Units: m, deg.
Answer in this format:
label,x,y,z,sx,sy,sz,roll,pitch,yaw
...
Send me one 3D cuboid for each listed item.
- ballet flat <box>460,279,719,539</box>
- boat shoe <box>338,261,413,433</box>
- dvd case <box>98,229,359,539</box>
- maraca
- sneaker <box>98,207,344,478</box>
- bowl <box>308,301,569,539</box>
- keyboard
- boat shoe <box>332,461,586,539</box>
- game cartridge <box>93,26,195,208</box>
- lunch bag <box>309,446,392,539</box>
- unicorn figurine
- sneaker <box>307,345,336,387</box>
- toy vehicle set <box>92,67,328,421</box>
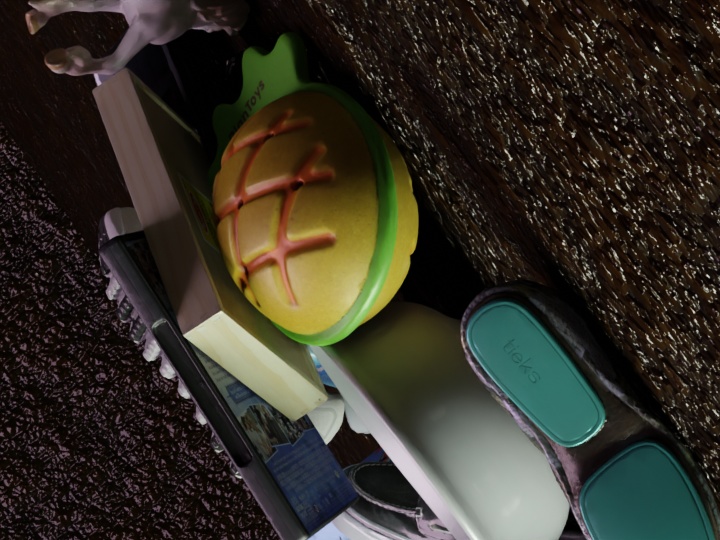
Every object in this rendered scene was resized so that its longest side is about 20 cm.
label,x,y,z,sx,sy,sz,roll,pitch,yaw
ballet flat,0.126,0.086,1.345,0.201,0.072,0.072,55,171,-1
boat shoe,0.000,0.000,1.647,0.074,0.067,0.201,-77,-30,-73
dvd case,-0.073,0.062,1.526,0.200,0.018,0.143,58,-167,3
maraca,-0.035,-0.046,1.499,0.107,0.137,0.200,9,-145,-38
sneaker,-0.088,0.039,1.631,0.200,0.081,0.075,54,160,-1
bowl,0.062,0.088,1.532,0.201,0.090,0.201,52,176,5
keyboard,-0.085,-0.119,1.658,0.200,0.040,0.104,67,-168,25
boat shoe,0.071,0.145,1.654,0.199,0.072,0.071,12,131,21
game cartridge,-0.123,-0.069,1.802,0.130,0.038,0.201,-70,-34,-64
lunch bag,0.070,0.207,1.790,0.200,0.094,0.151,48,129,-2
unicorn figurine,-0.129,-0.172,1.549,0.200,0.137,0.074,98,150,-57
sneaker,-0.014,0.004,1.729,0.200,0.131,0.079,21,163,-28
toy vehicle set,-0.089,-0.016,1.557,0.124,0.026,0.200,43,-162,-49
